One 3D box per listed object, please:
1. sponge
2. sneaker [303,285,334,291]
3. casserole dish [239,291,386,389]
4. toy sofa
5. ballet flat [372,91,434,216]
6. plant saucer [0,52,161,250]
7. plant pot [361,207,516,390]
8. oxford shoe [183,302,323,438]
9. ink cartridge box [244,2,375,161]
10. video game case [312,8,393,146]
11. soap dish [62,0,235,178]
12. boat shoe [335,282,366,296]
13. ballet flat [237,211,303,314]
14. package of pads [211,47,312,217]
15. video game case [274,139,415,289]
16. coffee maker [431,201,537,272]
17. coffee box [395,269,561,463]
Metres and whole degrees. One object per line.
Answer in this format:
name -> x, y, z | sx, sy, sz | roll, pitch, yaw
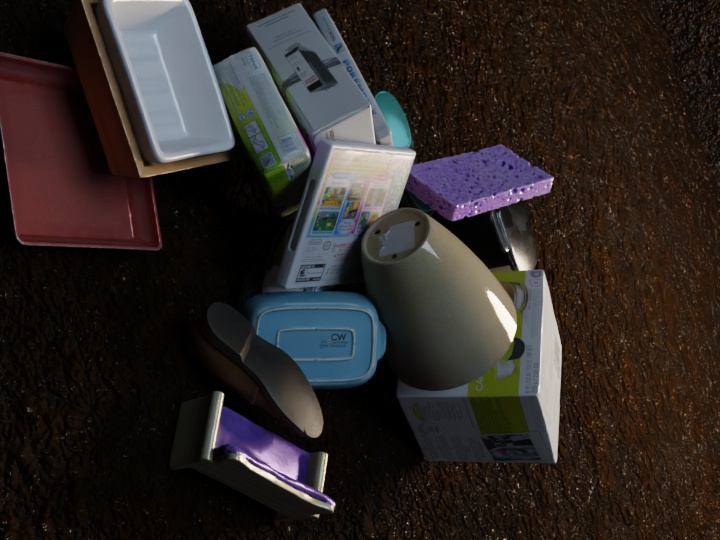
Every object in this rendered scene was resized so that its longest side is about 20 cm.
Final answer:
sponge -> 0.165, -0.127, 1.584 | 0.200, 0.112, 0.030 | -17, 132, -37
sneaker -> -0.050, 0.051, 1.458 | 0.108, 0.070, 0.201 | 36, 56, -37
casserole dish -> -0.058, 0.087, 1.358 | 0.199, 0.039, 0.122 | 1, 94, -18
toy sofa -> -0.113, 0.214, 1.276 | 0.200, 0.097, 0.083 | 38, 48, -41
ballet flat -> 0.048, -0.159, 1.622 | 0.073, 0.073, 0.201 | -8, 72, -56
plant saucer -> -0.307, -0.117, 1.187 | 0.200, 0.037, 0.200 | 2, 75, -56
plant pot -> 0.082, 0.020, 1.431 | 0.200, 0.187, 0.188 | 59, 34, -42
oxford shoe -> -0.123, 0.125, 1.301 | 0.200, 0.071, 0.071 | 47, 35, -11
ink cartridge box -> -0.060, -0.214, 1.422 | 0.200, 0.083, 0.147 | 58, -11, 29
video game case -> -0.005, -0.236, 1.489 | 0.183, 0.022, 0.200 | 63, 1, 6
soap dish -> -0.232, -0.202, 1.228 | 0.157, 0.081, 0.201 | -22, 95, -56
boat shoe -> 0.000, 0.000, 1.548 | 0.093, 0.074, 0.201 | 18, 63, -60
ballet flat -> -0.104, 0.002, 1.403 | 0.068, 0.068, 0.201 | 42, 45, -40
package of pads -> -0.114, -0.165, 1.353 | 0.155, 0.068, 0.200 | 63, -5, 11
video game case -> -0.015, -0.068, 1.383 | 0.200, 0.024, 0.183 | -4, 117, -57
coffee maker -> 0.138, -0.056, 1.663 | 0.192, 0.199, 0.135 | 52, 38, -29
coffee box -> 0.173, 0.139, 1.589 | 0.200, 0.197, 0.200 | 65, 28, -51
